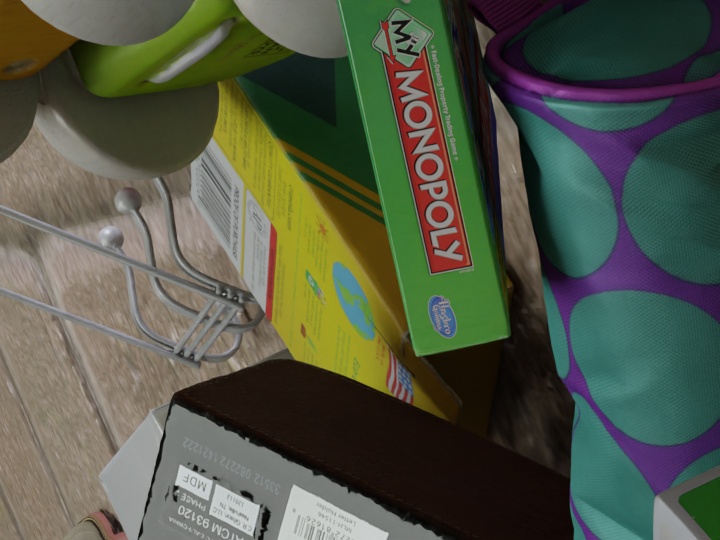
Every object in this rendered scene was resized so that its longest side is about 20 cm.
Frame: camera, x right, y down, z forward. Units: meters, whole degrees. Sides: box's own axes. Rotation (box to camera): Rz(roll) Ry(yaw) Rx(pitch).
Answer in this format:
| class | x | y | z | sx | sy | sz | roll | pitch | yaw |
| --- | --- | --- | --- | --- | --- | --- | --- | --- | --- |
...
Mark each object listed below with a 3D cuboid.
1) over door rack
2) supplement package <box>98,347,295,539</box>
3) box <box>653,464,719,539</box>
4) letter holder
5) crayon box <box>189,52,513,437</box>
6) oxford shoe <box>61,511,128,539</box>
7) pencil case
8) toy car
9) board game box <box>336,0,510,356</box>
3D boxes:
| class | x | y | z | sx | sy | sz | roll | pitch | yaw |
| --- | --- | --- | --- | --- | --- | --- | --- | --- | --- |
| over door rack | -0.139 | -0.012 | 1.173 | 0.148 | 0.198 | 0.067 | 131 | 148 | -71 |
| supplement package | -0.015 | 0.144 | 1.114 | 0.201 | 0.110 | 0.156 | 64 | 161 | 7 |
| box | 0.165 | 0.163 | 0.675 | 0.177 | 0.096 | 0.201 | 51 | 156 | 42 |
| letter holder | 0.040 | 0.112 | 0.884 | 0.199 | 0.142 | 0.101 | 24 | 111 | 25 |
| crayon box | 0.000 | 0.000 | 0.988 | 0.201 | 0.051 | 0.127 | 57 | 159 | 26 |
| oxford shoe | -0.194 | 0.215 | 1.746 | 0.071 | 0.073 | 0.200 | 66 | 161 | -2 |
| pencil case | 0.087 | 0.014 | 0.715 | 0.092 | 0.085 | 0.201 | 23 | 136 | 42 |
| toy car | -0.093 | -0.124 | 0.876 | 0.175 | 0.199 | 0.151 | -30 | 69 | 45 |
| board game box | 0.016 | -0.075 | 0.737 | 0.200 | 0.029 | 0.136 | -86 | -17 | -70 |
